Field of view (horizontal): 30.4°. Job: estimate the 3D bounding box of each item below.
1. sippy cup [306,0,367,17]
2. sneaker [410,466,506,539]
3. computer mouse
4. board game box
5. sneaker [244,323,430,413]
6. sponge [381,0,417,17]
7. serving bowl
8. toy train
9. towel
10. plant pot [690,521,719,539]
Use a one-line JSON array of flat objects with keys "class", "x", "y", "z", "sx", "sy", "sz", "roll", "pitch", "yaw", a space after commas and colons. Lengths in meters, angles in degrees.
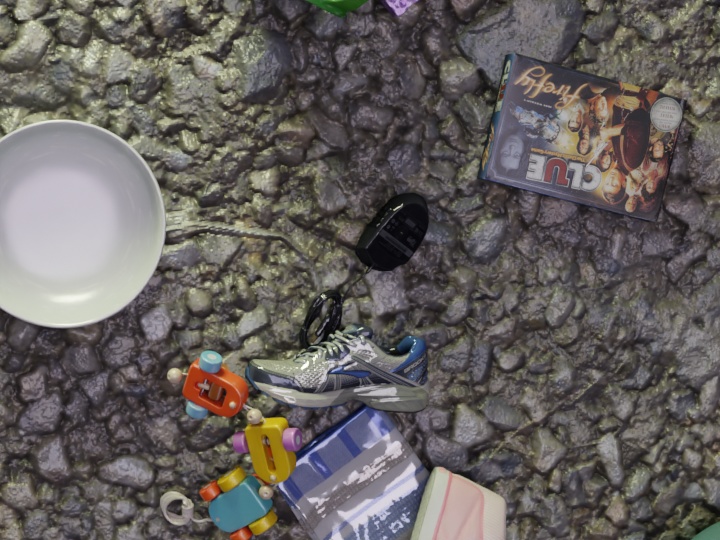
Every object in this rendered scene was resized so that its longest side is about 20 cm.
[{"class": "sippy cup", "x": -0.049, "y": -0.331, "z": 1.276, "sx": 0.177, "sy": 0.140, "sz": 0.131, "roll": 26, "pitch": 100, "yaw": -4}, {"class": "sneaker", "x": 0.095, "y": 0.315, "z": 1.378, "sx": 0.104, "sy": 0.075, "sz": 0.202, "roll": 19, "pitch": 84, "yaw": -6}, {"class": "computer mouse", "x": 0.000, "y": 0.000, "z": 1.383, "sx": 0.200, "sy": 0.034, "sz": 0.059, "roll": -50, "pitch": 126, "yaw": 2}, {"class": "board game box", "x": 0.236, "y": -0.139, "z": 1.407, "sx": 0.198, "sy": 0.035, "sz": 0.137, "roll": 12, "pitch": 93, "yaw": -11}, {"class": "sneaker", "x": -0.021, "y": 0.092, "z": 1.361, "sx": 0.198, "sy": 0.077, "sz": 0.086, "roll": 3, "pitch": 103, "yaw": -20}, {"class": "sponge", "x": 0.079, "y": -0.364, "z": 1.360, "sx": 0.200, "sy": 0.030, "sz": 0.112, "roll": -40, "pitch": 99, "yaw": -4}, {"class": "serving bowl", "x": -0.292, "y": -0.046, "z": 1.305, "sx": 0.198, "sy": 0.066, "sz": 0.202, "roll": -1, "pitch": 95, "yaw": -10}, {"class": "toy train", "x": -0.132, "y": 0.179, "z": 1.348, "sx": 0.149, "sy": 0.056, "sz": 0.201, "roll": 21, "pitch": 116, "yaw": 12}, {"class": "towel", "x": 0.014, "y": 0.255, "z": 1.410, "sx": 0.146, "sy": 0.024, "sz": 0.201, "roll": -35, "pitch": 100, "yaw": -6}, {"class": "plant pot", "x": 0.424, "y": 0.341, "z": 1.424, "sx": 0.200, "sy": 0.200, "sz": 0.135, "roll": 41, "pitch": 53, "yaw": -11}]
